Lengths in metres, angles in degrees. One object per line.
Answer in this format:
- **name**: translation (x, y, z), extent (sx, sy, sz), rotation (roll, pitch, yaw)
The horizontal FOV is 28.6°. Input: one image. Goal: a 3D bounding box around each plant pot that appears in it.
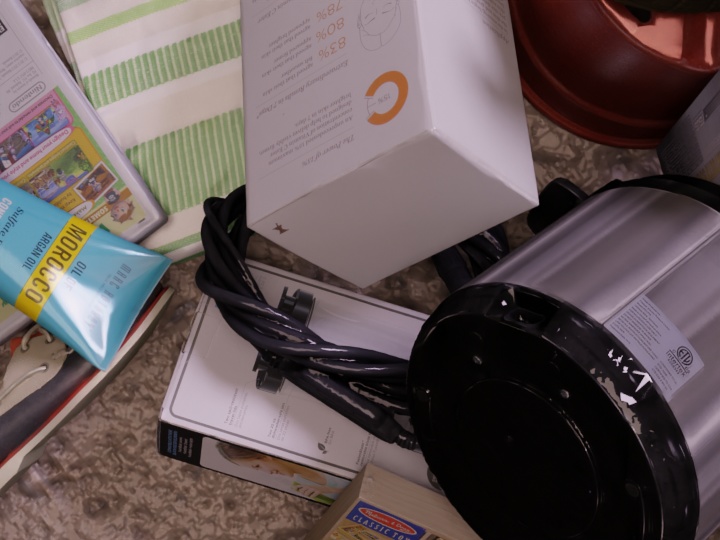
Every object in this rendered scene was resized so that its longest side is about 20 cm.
- **plant pot**: translation (0.176, -0.175, 0.789), extent (0.199, 0.195, 0.202), rotation (0, 91, 0)

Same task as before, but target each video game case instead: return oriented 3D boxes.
- **video game case**: translation (-0.247, -0.047, 0.867), extent (0.199, 0.022, 0.183), rotation (-35, 88, 6)

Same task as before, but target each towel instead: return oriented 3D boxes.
- **towel**: translation (-0.099, -0.116, 0.878), extent (0.152, 0.023, 0.201), rotation (-19, 90, 0)

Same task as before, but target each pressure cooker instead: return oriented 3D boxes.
- **pressure cooker**: translation (0.146, 0.049, 0.730), extent (0.200, 0.178, 0.177), rotation (-34, 116, -35)

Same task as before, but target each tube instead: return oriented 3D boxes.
- **tube**: translation (-0.215, -0.022, 0.830), extent (0.199, 0.050, 0.078), rotation (30, 77, 2)

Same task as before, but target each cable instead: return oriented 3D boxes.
- **cable**: translation (0.000, 0.000, 0.818), extent (0.199, 0.051, 0.164), rotation (32, 62, 9)

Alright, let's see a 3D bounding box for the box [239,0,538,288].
- **box**: translation (0.010, -0.113, 0.774), extent (0.124, 0.097, 0.201), rotation (-25, 54, 32)

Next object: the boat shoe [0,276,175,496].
- **boat shoe**: translation (-0.196, 0.069, 0.861), extent (0.200, 0.071, 0.063), rotation (-45, 88, 5)

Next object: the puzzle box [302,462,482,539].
- **puzzle box**: translation (0.064, 0.191, 0.826), extent (0.199, 0.133, 0.026), rotation (25, 47, -8)

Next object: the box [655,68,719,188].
- **box**: translation (0.250, -0.086, 0.732), extent (0.157, 0.200, 0.049), rotation (-17, 82, -2)

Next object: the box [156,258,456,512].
- **box**: translation (-0.010, 0.076, 0.840), extent (0.199, 0.060, 0.117), rotation (16, 62, -1)

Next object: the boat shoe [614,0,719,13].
- **boat shoe**: translation (0.205, -0.164, 0.661), extent (0.199, 0.072, 0.067), rotation (-5, 82, -1)
